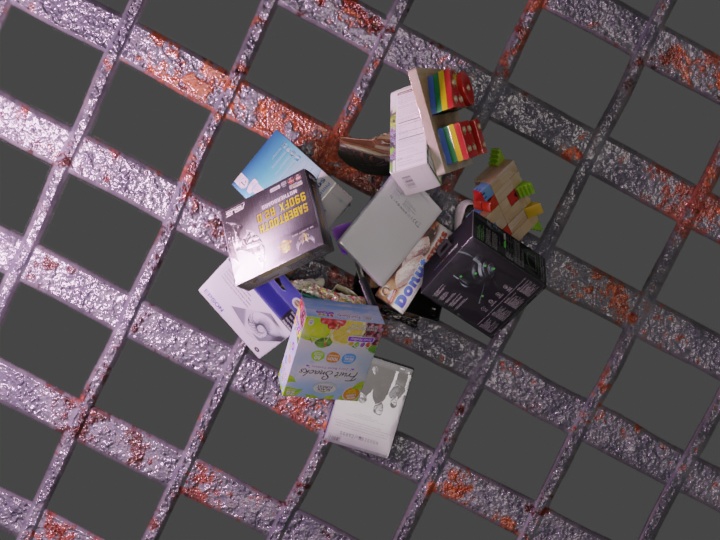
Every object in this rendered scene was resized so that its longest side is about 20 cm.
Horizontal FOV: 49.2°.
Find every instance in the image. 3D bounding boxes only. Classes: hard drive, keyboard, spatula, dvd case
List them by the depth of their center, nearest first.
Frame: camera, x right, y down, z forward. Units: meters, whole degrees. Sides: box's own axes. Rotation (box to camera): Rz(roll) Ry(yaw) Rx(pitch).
[{"bbox_3d":[0.060,-0.089,1.574,0.132,0.025,0.201,44,78,-21],"label":"hard drive"},{"bbox_3d":[0.000,0.000,1.587,0.056,0.021,0.204,-20,90,-17],"label":"spatula"},{"bbox_3d":[0.076,0.061,1.661,0.196,0.040,0.106,18,72,-1],"label":"keyboard"},{"bbox_3d":[0.017,0.284,1.678,0.147,0.025,0.204,16,95,-2],"label":"dvd case"}]

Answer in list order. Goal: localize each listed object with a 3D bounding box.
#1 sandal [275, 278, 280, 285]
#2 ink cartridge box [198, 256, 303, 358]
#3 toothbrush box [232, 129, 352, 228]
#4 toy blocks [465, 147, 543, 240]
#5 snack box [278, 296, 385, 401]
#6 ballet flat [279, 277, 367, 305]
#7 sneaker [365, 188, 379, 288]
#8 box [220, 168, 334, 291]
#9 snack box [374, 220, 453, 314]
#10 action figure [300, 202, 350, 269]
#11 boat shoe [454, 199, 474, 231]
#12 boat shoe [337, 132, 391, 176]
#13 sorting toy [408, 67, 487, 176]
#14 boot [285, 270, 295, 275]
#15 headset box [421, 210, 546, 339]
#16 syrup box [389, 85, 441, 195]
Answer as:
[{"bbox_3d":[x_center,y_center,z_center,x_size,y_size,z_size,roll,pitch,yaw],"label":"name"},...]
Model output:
[{"bbox_3d":[-0.186,0.016,1.627,0.055,0.082,0.200,-45,97,-17],"label":"sandal"},{"bbox_3d":[-0.213,0.062,1.588,0.200,0.041,0.199,48,134,-3],"label":"ink cartridge box"},{"bbox_3d":[-0.136,-0.157,1.560,0.147,0.085,0.200,-50,60,3],"label":"toothbrush box"},{"bbox_3d":[0.275,-0.121,1.581,0.136,0.099,0.202,-42,121,-19],"label":"toy blocks"},{"bbox_3d":[-0.060,0.160,1.561,0.165,0.068,0.203,6,123,-19],"label":"snack box"},{"bbox_3d":[-0.068,0.053,1.603,0.196,0.076,0.065,22,63,-8],"label":"ballet flat"},{"bbox_3d":[0.062,-0.064,1.621,0.088,0.067,0.205,3,93,-13],"label":"sneaker"},{"bbox_3d":[-0.158,-0.074,1.471,0.197,0.048,0.161,-23,66,19],"label":"box"},{"bbox_3d":[0.112,-0.013,1.634,0.071,0.024,0.202,33,83,-2],"label":"snack box"},{"bbox_3d":[-0.108,-0.084,1.612,0.129,0.069,0.201,37,85,11],"label":"action figure"},{"bbox_3d":[0.227,-0.044,1.630,0.070,0.066,0.205,3,95,-1],"label":"boat shoe"},{"bbox_3d":[0.052,-0.240,1.614,0.196,0.076,0.075,15,65,-5],"label":"boat shoe"},{"bbox_3d":[0.181,-0.301,1.534,0.068,0.199,0.203,-14,96,26],"label":"sorting toy"},{"bbox_3d":[-0.203,-0.055,1.570,0.199,0.075,0.075,41,118,31],"label":"boot"},{"bbox_3d":[0.236,0.007,1.549,0.198,0.094,0.175,30,126,-13],"label":"headset box"},{"bbox_3d":[0.107,-0.258,1.534,0.080,0.079,0.204,-13,57,22],"label":"syrup box"}]
